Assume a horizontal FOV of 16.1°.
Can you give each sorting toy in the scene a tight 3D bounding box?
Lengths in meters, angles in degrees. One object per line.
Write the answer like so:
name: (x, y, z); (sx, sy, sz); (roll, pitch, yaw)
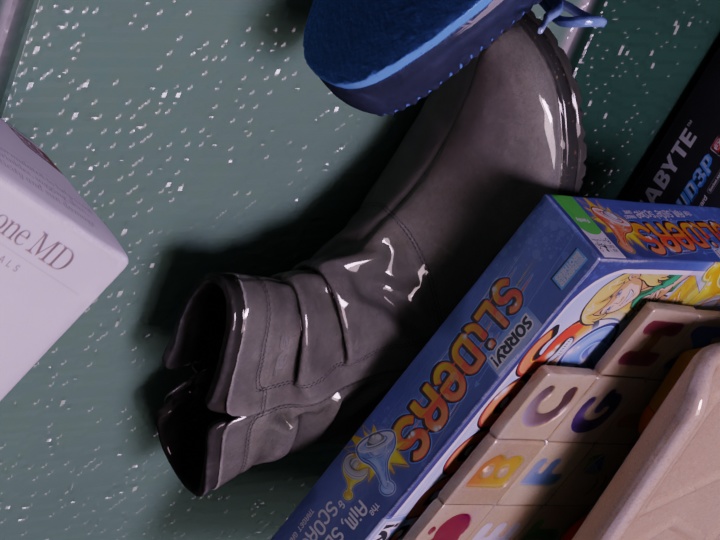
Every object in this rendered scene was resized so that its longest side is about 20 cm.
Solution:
sorting toy: (0.143, 0.084, 1.018); (0.200, 0.036, 0.185); (-13, 141, -46)

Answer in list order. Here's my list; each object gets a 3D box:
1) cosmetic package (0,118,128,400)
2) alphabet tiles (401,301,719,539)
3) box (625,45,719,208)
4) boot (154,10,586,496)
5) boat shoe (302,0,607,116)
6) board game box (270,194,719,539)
cosmetic package: (-0.180, 0.031, 0.795); (0.200, 0.074, 0.102); (-46, 142, 6)
alphabet tiles: (0.099, 0.079, 0.996); (0.200, 0.006, 0.166); (7, 127, -52)
box: (0.216, -0.054, 1.080); (0.200, 0.046, 0.159); (7, 120, -45)
boot: (0.000, 0.000, 0.924); (0.131, 0.068, 0.200); (-13, 135, -36)
boat shoe: (0.070, -0.122, 0.861); (0.200, 0.084, 0.069); (-42, 141, 3)
board game box: (0.058, 0.057, 0.970); (0.135, 0.034, 0.200); (1, 133, -52)
